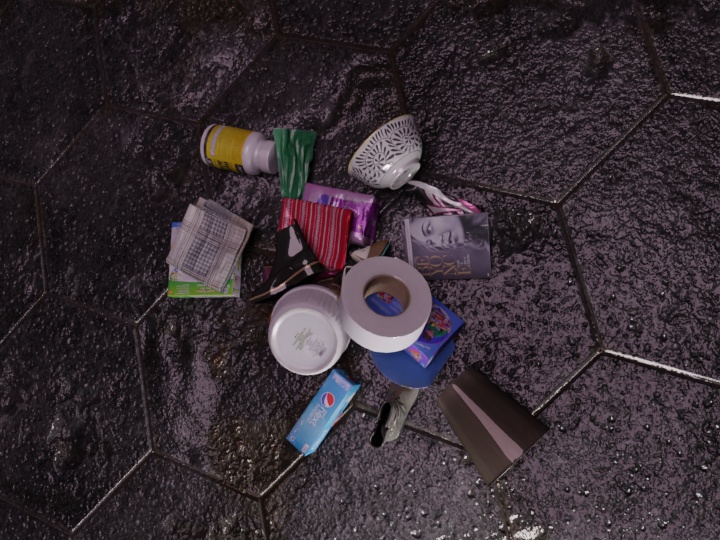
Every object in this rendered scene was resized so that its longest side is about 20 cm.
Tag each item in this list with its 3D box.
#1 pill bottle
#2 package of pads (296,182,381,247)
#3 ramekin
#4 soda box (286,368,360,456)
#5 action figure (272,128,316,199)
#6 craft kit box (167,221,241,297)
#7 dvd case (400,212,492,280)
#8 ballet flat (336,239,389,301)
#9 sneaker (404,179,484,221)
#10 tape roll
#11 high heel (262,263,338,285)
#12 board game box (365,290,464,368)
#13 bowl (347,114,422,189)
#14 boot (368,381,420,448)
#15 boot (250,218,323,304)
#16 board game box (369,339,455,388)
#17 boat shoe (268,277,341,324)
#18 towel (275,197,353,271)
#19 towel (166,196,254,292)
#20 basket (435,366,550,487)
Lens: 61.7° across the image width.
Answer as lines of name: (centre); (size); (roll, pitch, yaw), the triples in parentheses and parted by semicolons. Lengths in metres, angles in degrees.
pill bottle: (-0.304, -0.308, 1.557); (0.197, 0.111, 0.113); (14, 86, 19)
package of pads: (-0.056, -0.136, 1.472); (0.197, 0.076, 0.122); (14, 90, 19)
ramekin: (-0.120, 0.143, 1.393); (0.197, 0.105, 0.204); (2, 106, 5)
soda box: (-0.085, 0.329, 1.414); (0.064, 0.068, 0.201); (36, 93, 18)
action figure: (-0.170, -0.252, 1.526); (0.116, 0.055, 0.204); (-1, 96, -23)
craft kit box: (-0.407, -0.030, 1.584); (0.197, 0.048, 0.201); (-1, 79, 17)
dvd case: (0.196, -0.052, 1.379); (0.197, 0.016, 0.151); (-2, 107, 17)
ballet flat: (0.000, 0.000, 1.410); (0.072, 0.068, 0.202); (27, 72, -5)
sneaker: (0.182, -0.143, 1.400); (0.198, 0.080, 0.087); (29, 102, 25)
tape roll: (0.052, 0.070, 1.301); (0.199, 0.071, 0.205); (4, 56, -6)
high heel: (-0.148, 0.031, 1.496); (0.197, 0.067, 0.098); (1, 105, 16)
board game box: (0.115, 0.103, 1.360); (0.199, 0.045, 0.134); (40, 59, 18)
bowl: (0.076, -0.250, 1.385); (0.200, 0.201, 0.095); (-40, 76, 8)
boot: (0.080, 0.291, 1.334); (0.067, 0.131, 0.203); (15, 86, 18)
boot: (-0.196, -0.016, 1.437); (0.198, 0.077, 0.140); (-28, 82, 15)
board game box: (0.116, 0.181, 1.362); (0.157, 0.039, 0.200); (34, 58, 14)
boat shoe: (-0.133, 0.079, 1.474); (0.197, 0.071, 0.071); (-21, 38, 10)
towel: (-0.113, -0.088, 1.436); (0.197, 0.022, 0.147); (13, 97, 25)
towel: (-0.389, -0.072, 1.545); (0.191, 0.035, 0.202); (27, 90, 19)
basket: (0.266, 0.316, 1.275); (0.180, 0.136, 0.200); (-46, 68, 11)
